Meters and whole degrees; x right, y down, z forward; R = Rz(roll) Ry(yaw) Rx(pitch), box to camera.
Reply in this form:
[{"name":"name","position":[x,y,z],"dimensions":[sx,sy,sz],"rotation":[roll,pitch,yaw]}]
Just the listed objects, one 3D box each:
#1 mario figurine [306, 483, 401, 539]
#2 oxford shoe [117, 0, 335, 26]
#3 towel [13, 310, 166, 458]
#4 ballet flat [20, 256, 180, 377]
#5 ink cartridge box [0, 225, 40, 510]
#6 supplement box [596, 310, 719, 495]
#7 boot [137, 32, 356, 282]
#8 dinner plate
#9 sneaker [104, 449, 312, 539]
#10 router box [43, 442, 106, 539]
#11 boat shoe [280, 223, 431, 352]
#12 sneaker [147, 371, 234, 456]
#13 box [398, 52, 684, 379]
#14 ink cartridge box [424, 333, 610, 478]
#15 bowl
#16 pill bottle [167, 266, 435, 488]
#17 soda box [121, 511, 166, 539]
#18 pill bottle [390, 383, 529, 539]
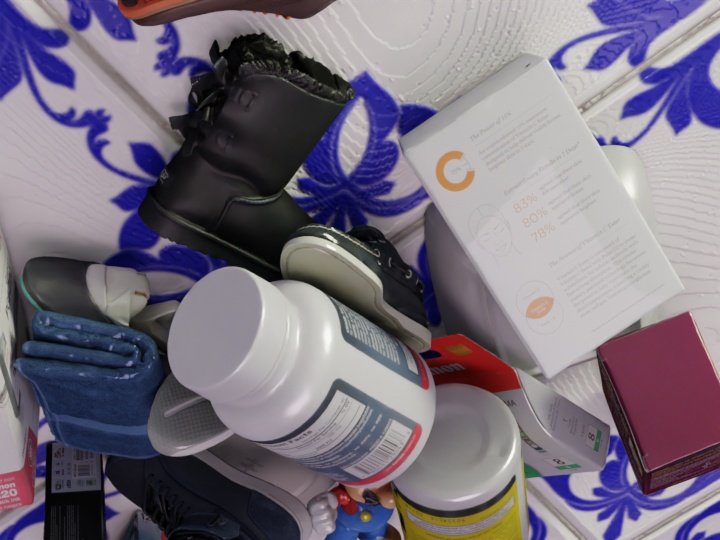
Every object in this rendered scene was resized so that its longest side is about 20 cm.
[{"name":"mario figurine","position":[0.012,0.216,1.255],"dimensions":[0.104,0.124,0.202],"rotation":[15,138,11]},{"name":"oxford shoe","position":[-0.068,-0.197,0.952],"dimensions":[0.197,0.072,0.073],"rotation":[-16,134,1]},{"name":"towel","position":[-0.208,0.102,1.109],"dimensions":[0.110,0.049,0.201],"rotation":[10,152,2]},{"name":"ballet flat","position":[-0.182,0.035,1.110],"dimensions":[0.073,0.074,0.200],"rotation":[-34,133,15]},{"name":"ink cartridge box","position":[-0.304,0.066,1.057],"dimensions":[0.083,0.147,0.202],"rotation":[-8,130,-4]},{"name":"supplement box","position":[0.263,0.119,1.187],"dimensions":[0.085,0.112,0.200],"rotation":[-21,163,5]},{"name":"boot","position":[-0.059,-0.079,1.049],"dimensions":[0.196,0.074,0.163],"rotation":[21,113,-32]},{"name":"dinner plate","position":[-0.101,0.170,1.262],"dimensions":[0.197,0.024,0.202],"rotation":[-6,129,-7]},{"name":"sneaker","position":[-0.160,0.216,1.166],"dimensions":[0.200,0.146,0.078],"rotation":[17,120,21]},{"name":"router box","position":[-0.246,0.275,1.199],"dimensions":[0.051,0.201,0.159],"rotation":[-2,128,-10]},{"name":"boat shoe","position":[0.002,0.000,1.062],"dimensions":[0.074,0.067,0.199],"rotation":[-8,152,32]},{"name":"sneaker","position":[-0.103,0.096,1.110],"dimensions":[0.070,0.200,0.081],"rotation":[34,131,11]},{"name":"box","position":[0.132,-0.044,1.036],"dimensions":[0.124,0.098,0.201],"rotation":[-32,100,5]},{"name":"ink cartridge box","position":[0.095,0.126,1.202],"dimensions":[0.199,0.051,0.160],"rotation":[30,151,-34]},{"name":"bowl","position":[0.163,0.009,1.160],"dimensions":[0.197,0.075,0.201],"rotation":[-17,130,-1]},{"name":"pill bottle","position":[-0.043,0.076,1.014],"dimensions":[0.119,0.121,0.199],"rotation":[-37,139,17]},{"name":"soda box","position":[-0.137,0.295,1.327],"dimensions":[0.198,0.064,0.069],"rotation":[18,122,-25]},{"name":"pill bottle","position":[0.087,0.198,1.176],"dimensions":[0.113,0.115,0.201],"rotation":[-14,138,-1]}]
